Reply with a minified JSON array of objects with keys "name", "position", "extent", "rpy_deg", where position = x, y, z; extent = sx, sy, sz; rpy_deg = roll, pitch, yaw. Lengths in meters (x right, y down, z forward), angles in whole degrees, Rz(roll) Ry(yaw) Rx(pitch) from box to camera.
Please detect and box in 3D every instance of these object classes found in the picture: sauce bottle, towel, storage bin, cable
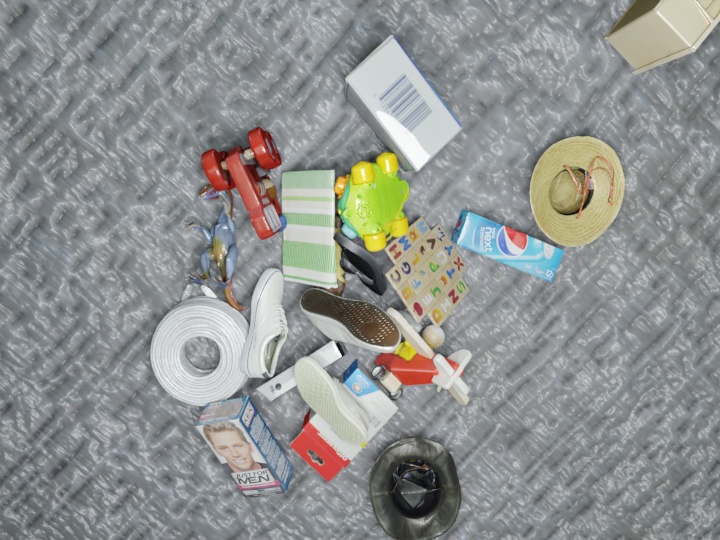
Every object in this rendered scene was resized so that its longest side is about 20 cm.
[{"name":"sauce bottle","position":[-0.059,0.000,1.128],"extent":[0.062,0.065,0.207],"rpy_deg":[-1,101,-1]},{"name":"towel","position":[-0.093,-0.076,1.089],"extent":[0.023,0.150,0.207],"rpy_deg":[-8,101,-43]},{"name":"storage bin","position":[0.540,-0.457,1.009],"extent":[0.093,0.200,0.200],"rpy_deg":[39,96,-5]},{"name":"cable","position":[-0.296,0.154,1.140],"extent":[0.198,0.069,0.202],"rpy_deg":[34,96,-6]}]

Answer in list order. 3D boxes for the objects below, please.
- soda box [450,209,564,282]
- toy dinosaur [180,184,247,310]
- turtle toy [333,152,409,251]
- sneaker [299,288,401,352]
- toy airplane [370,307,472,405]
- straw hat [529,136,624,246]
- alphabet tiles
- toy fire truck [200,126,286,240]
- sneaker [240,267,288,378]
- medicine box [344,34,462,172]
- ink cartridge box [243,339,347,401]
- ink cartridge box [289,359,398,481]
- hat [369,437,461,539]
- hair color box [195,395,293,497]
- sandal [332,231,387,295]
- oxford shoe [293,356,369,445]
[{"name":"soda box","position":[0.273,-0.047,1.128],"extent":[0.195,0.068,0.066],"rpy_deg":[21,98,-4]},{"name":"toy dinosaur","position":[-0.264,-0.058,1.109],"extent":[0.102,0.202,0.186],"rpy_deg":[2,56,12]},{"name":"turtle toy","position":[0.023,-0.125,1.047],"extent":[0.099,0.199,0.150],"rpy_deg":[1,110,36]},{"name":"sneaker","position":[-0.012,0.096,1.065],"extent":[0.196,0.085,0.074],"rpy_deg":[24,65,23]},{"name":"toy airplane","position":[0.125,0.157,1.099],"extent":[0.195,0.203,0.143],"rpy_deg":[22,54,13]},{"name":"straw hat","position":[0.378,-0.145,1.109],"extent":[0.195,0.085,0.208],"rpy_deg":[-2,96,-15]},{"name":"alphabet tiles","position":[0.124,0.000,1.087],"extent":[0.006,0.199,0.169],"rpy_deg":[-28,99,46]},{"name":"toy fire truck","position":[-0.179,-0.140,1.033],"extent":[0.109,0.200,0.172],"rpy_deg":[-22,98,3]},{"name":"sneaker","position":[-0.164,0.099,1.115],"extent":[0.069,0.073,0.207],"rpy_deg":[7,84,28]},{"name":"medicine box","position":[0.065,-0.271,1.021],"extent":[0.102,0.200,0.183],"rpy_deg":[-40,98,5]},{"name":"ink cartridge box","position":[-0.118,0.194,1.135],"extent":[0.197,0.099,0.040],"rpy_deg":[-31,85,4]},{"name":"ink cartridge box","position":[-0.033,0.291,1.169],"extent":[0.116,0.067,0.200],"rpy_deg":[43,95,-7]},{"name":"hat","position":[0.103,0.422,1.189],"extent":[0.194,0.081,0.208],"rpy_deg":[0,91,-5]},{"name":"hair color box","position":[-0.213,0.334,1.130],"extent":[0.097,0.061,0.204],"rpy_deg":[-14,119,20]},{"name":"sandal","position":[0.001,0.000,1.069],"extent":[0.075,0.201,0.043],"rpy_deg":[32,77,33]},{"name":"oxford shoe","position":[-0.050,0.229,1.087],"extent":[0.074,0.058,0.201],"rpy_deg":[-25,112,34]}]
